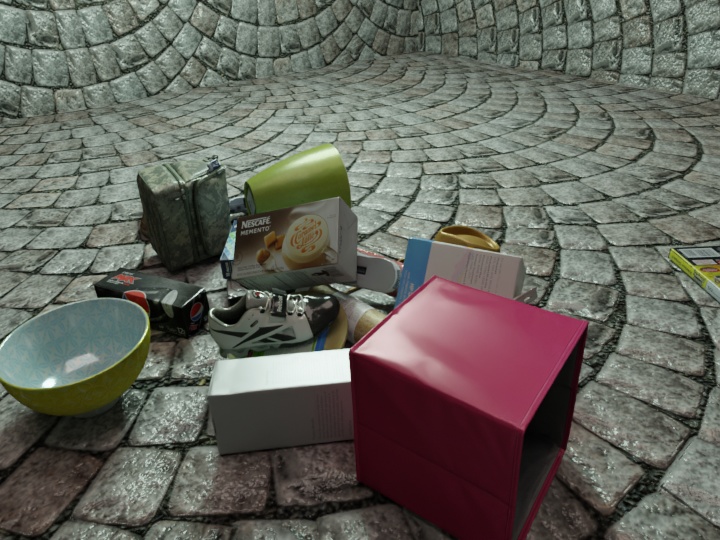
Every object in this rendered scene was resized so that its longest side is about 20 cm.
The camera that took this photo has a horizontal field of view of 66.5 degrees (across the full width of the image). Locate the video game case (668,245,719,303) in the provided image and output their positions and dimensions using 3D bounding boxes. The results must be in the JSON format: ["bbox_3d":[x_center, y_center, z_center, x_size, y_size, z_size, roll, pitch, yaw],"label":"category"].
[{"bbox_3d":[0.720,0.006,1.030,0.195,0.026,0.182,-2,30,-3],"label":"video game case"}]

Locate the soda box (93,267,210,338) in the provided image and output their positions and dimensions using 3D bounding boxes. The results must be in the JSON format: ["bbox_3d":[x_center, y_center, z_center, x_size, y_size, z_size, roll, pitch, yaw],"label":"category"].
[{"bbox_3d":[-0.363,0.054,0.958,0.196,0.065,0.071,11,32,21],"label":"soda box"}]

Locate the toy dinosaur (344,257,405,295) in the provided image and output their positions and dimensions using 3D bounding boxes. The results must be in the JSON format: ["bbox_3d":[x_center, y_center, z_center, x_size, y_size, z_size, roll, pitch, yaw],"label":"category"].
[{"bbox_3d":[0.057,0.027,0.988,0.195,0.062,0.107,10,33,19],"label":"toy dinosaur"}]

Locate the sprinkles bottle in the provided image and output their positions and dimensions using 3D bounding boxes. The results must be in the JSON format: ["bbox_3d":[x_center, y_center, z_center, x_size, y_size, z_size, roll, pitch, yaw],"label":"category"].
[{"bbox_3d":[-0.024,0.074,0.902,0.198,0.070,0.068,25,39,37],"label":"sprinkles bottle"}]

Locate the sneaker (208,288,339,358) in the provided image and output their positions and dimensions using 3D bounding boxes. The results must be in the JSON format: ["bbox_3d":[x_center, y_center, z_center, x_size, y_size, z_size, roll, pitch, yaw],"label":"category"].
[{"bbox_3d":[-0.128,0.064,0.802,0.195,0.090,0.075,-17,38,-1],"label":"sneaker"}]

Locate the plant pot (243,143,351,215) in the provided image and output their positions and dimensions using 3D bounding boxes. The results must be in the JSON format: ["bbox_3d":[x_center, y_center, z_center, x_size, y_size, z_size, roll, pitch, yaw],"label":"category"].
[{"bbox_3d":[-0.145,-0.163,1.192,0.196,0.191,0.187,-15,32,-22],"label":"plant pot"}]

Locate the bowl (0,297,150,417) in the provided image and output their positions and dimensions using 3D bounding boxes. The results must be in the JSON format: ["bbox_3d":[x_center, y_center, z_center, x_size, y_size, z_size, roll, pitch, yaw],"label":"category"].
[{"bbox_3d":[-0.387,0.138,0.770,0.195,0.110,0.202,-1,30,0],"label":"bowl"}]

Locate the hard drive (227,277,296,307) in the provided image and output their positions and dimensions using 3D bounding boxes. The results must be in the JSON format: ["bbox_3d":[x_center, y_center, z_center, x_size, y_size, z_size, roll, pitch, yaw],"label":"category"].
[{"bbox_3d":[-0.188,0.004,1.062,0.136,0.039,0.201,-7,30,-10],"label":"hard drive"}]

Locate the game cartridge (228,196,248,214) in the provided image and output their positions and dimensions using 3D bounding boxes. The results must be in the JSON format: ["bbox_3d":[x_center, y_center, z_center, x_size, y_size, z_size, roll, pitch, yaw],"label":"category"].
[{"bbox_3d":[-0.249,-0.158,1.288,0.197,0.042,0.132,-16,6,-39],"label":"game cartridge"}]

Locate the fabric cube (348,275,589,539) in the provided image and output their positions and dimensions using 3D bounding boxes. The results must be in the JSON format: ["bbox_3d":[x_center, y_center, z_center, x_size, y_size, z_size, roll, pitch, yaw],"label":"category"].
[{"bbox_3d":[0.122,0.156,0.628,0.196,0.204,0.195,17,35,32],"label":"fabric cube"}]

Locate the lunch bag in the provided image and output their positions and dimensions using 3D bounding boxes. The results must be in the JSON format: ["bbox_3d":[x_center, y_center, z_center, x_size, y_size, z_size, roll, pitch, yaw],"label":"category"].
[{"bbox_3d":[-0.346,-0.123,1.123,0.165,0.204,0.139,-22,37,-30],"label":"lunch bag"}]

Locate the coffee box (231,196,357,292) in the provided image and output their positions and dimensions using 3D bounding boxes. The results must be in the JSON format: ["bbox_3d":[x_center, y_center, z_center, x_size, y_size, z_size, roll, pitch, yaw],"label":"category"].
[{"bbox_3d":[-0.108,-0.037,0.910,0.195,0.080,0.117,-7,67,23],"label":"coffee box"}]

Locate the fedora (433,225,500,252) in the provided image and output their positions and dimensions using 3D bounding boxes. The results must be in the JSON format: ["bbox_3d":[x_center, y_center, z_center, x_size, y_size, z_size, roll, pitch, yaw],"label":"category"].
[{"bbox_3d":[0.192,-0.029,1.015,0.196,0.083,0.202,13,25,-6],"label":"fedora"}]

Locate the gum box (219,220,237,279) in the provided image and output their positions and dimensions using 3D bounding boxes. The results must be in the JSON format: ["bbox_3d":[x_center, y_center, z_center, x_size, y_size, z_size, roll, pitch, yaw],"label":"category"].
[{"bbox_3d":[-0.159,-0.048,1.068,0.195,0.045,0.171,-3,30,-1],"label":"gum box"}]

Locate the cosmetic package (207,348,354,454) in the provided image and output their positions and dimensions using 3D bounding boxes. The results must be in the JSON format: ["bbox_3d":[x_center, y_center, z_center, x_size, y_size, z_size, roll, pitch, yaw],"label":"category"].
[{"bbox_3d":[-0.090,0.168,0.715,0.195,0.104,0.075,-3,29,-5],"label":"cosmetic package"}]

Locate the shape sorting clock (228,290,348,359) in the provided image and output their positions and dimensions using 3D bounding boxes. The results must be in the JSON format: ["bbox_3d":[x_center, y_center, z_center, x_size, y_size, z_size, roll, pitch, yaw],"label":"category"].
[{"bbox_3d":[-0.111,0.108,0.843,0.195,0.040,0.203,-10,42,9],"label":"shape sorting clock"}]

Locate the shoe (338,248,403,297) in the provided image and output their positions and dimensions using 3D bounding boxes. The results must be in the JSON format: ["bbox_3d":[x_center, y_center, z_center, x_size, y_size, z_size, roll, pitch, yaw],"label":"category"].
[{"bbox_3d":[0.000,0.000,0.949,0.197,0.073,0.090,17,-2,33],"label":"shoe"}]

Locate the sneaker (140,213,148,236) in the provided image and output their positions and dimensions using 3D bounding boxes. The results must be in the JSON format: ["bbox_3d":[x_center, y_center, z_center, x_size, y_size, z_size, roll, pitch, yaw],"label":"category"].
[{"bbox_3d":[-0.490,-0.149,1.297,0.069,0.077,0.201,-11,31,-16],"label":"sneaker"}]

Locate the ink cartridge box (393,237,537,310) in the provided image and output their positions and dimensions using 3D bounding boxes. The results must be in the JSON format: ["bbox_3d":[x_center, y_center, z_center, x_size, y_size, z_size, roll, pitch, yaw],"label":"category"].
[{"bbox_3d":[0.169,0.038,0.850,0.196,0.128,0.128,12,-5,22],"label":"ink cartridge box"}]
